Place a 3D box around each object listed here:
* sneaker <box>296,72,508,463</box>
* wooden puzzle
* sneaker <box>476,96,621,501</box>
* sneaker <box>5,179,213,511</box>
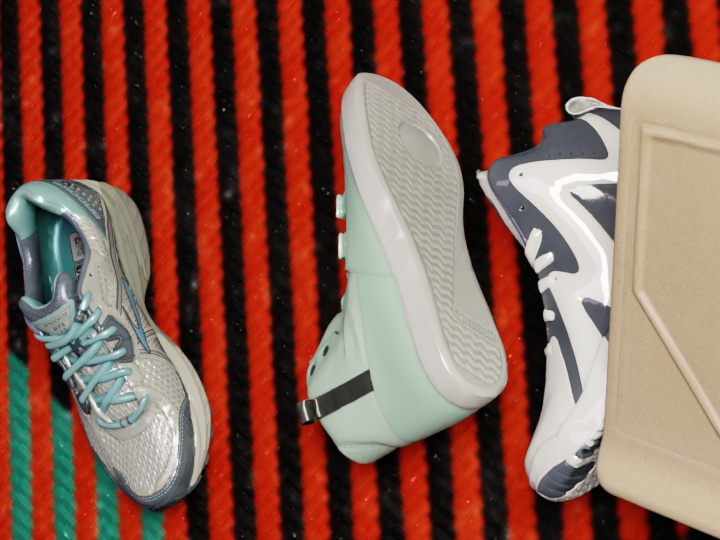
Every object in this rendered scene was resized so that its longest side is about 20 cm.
[{"bbox_3d":[0.000,0.000,0.943,0.118,0.073,0.202,-37,54,38],"label":"sneaker"},{"bbox_3d":[0.185,0.022,0.751,0.184,0.037,0.202,19,113,40],"label":"wooden puzzle"},{"bbox_3d":[0.101,0.003,0.892,0.129,0.079,0.200,26,94,27],"label":"sneaker"},{"bbox_3d":[-0.150,0.040,0.996,0.077,0.086,0.201,-29,72,19],"label":"sneaker"}]
